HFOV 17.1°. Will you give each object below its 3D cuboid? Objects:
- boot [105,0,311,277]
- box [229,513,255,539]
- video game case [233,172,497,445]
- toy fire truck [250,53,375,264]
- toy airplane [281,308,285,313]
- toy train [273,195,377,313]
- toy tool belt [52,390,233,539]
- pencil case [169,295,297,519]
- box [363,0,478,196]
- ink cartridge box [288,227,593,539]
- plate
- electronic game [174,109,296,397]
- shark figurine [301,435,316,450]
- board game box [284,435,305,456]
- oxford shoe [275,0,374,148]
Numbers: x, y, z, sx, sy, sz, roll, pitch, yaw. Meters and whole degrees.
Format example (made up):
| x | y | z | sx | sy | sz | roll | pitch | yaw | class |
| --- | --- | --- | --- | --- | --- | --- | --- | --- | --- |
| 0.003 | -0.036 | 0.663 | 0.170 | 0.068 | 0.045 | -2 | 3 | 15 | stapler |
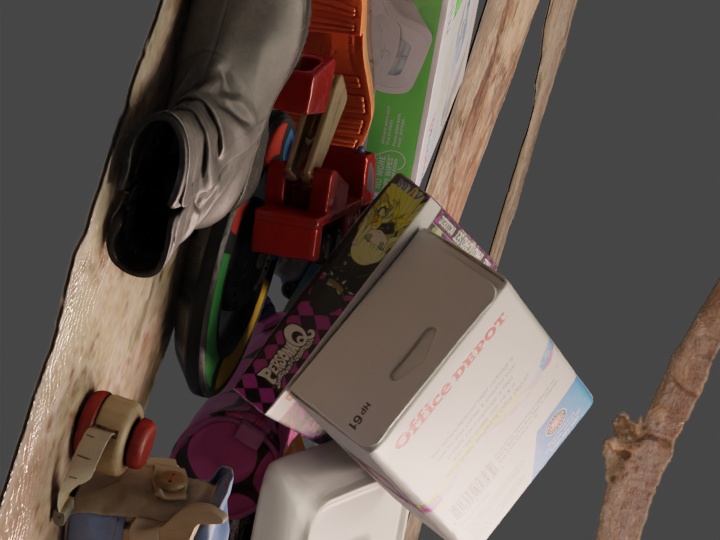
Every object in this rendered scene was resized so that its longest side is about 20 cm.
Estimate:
| x | y | z | sx | sy | sz | roll | pitch | yaw | class |
| --- | --- | --- | --- | --- | --- | --- | --- | --- | --- |
| -0.086 | -0.101 | 1.350 | 0.132 | 0.069 | 0.201 | -45 | 146 | -63 | boot |
| -0.121 | 0.232 | 1.800 | 0.193 | 0.047 | 0.201 | -61 | 164 | -65 | box |
| 0.008 | 0.036 | 1.642 | 0.182 | 0.036 | 0.200 | -52 | 159 | -1 | video game case |
| -0.031 | -0.079 | 1.578 | 0.200 | 0.048 | 0.142 | -30 | 129 | -71 | toy fire truck |
| 0.014 | 0.057 | 2.025 | 0.199 | 0.140 | 0.201 | -58 | 162 | -64 | toy airplane |
| 0.000 | 0.000 | 1.787 | 0.087 | 0.114 | 0.200 | -61 | 160 | 16 | toy train |
| -0.114 | 0.166 | 1.452 | 0.125 | 0.122 | 0.201 | -64 | 167 | -50 | toy tool belt |
| -0.072 | 0.098 | 1.736 | 0.094 | 0.091 | 0.200 | -39 | -169 | 26 | pencil case |
| 0.030 | -0.189 | 1.843 | 0.177 | 0.096 | 0.201 | -67 | 170 | -51 | box |
| 0.058 | 0.084 | 1.607 | 0.145 | 0.084 | 0.200 | -50 | 147 | -7 | ink cartridge box |
| -0.021 | 0.215 | 1.690 | 0.200 | 0.032 | 0.201 | -12 | 118 | -58 | plate |
| -0.081 | -0.011 | 1.622 | 0.200 | 0.041 | 0.201 | 16 | 90 | -81 | electronic game |
| -0.021 | 0.205 | 2.271 | 0.128 | 0.089 | 0.216 | -64 | 169 | -56 | shark figurine |
| -0.064 | 0.176 | 1.879 | 0.200 | 0.030 | 0.096 | -107 | -153 | -64 | board game box |
| -0.017 | -0.156 | 1.684 | 0.073 | 0.071 | 0.201 | -73 | 173 | -46 | oxford shoe |
